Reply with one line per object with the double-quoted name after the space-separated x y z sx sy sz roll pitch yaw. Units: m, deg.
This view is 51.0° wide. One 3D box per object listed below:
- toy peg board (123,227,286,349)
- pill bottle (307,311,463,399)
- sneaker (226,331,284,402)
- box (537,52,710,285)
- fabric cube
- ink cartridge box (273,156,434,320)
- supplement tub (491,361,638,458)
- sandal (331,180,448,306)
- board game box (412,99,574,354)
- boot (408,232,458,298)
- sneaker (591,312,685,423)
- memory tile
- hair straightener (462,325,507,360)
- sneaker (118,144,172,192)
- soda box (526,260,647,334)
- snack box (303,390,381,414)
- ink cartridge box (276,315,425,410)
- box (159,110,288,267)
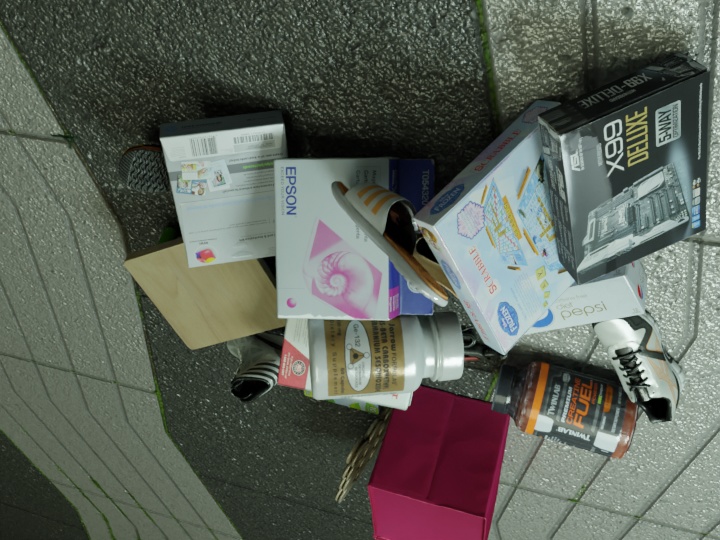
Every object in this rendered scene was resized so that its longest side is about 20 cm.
-0.223 0.003 1.181 0.196 0.099 0.201 -15 129 18 "toy peg board"
0.031 0.106 0.995 0.197 0.115 0.115 -4 139 -6 "pill bottle"
-0.193 0.153 1.261 0.199 0.115 0.076 4 127 50 "sneaker"
0.273 -0.098 0.775 0.156 0.050 0.202 -23 130 -3 "box"
0.133 0.344 1.269 0.197 0.201 0.198 12 140 14 "fabric cube"
-0.007 -0.039 0.930 0.197 0.043 0.200 0 98 6 "ink cartridge box"
0.294 0.197 1.101 0.197 0.108 0.108 14 139 12 "supplement tub"
0.045 -0.043 0.831 0.207 0.059 0.079 49 -171 34 "sandal"
0.177 -0.045 0.837 0.041 0.199 0.201 28 156 54 "board game box"
0.141 0.007 0.898 0.198 0.075 0.075 23 178 -11 "boot"
0.373 0.124 1.006 0.073 0.081 0.200 -23 120 43 "sneaker"
0.009 0.323 1.348 0.017 0.153 0.201 32 142 14 "memory tile"
0.125 0.114 1.146 0.197 0.041 0.078 1 135 26 "hair straightener"
-0.230 -0.137 1.044 0.197 0.090 0.071 11 110 -19 "sneaker"
0.259 0.028 0.970 0.198 0.064 0.068 -16 125 37 "soda box"
-0.030 0.148 1.252 0.140 0.053 0.202 11 138 14 "snack box"
-0.011 0.106 1.106 0.197 0.083 0.148 11 108 0 "ink cartridge box"
-0.167 -0.103 0.990 0.153 0.041 0.202 -8 128 -6 "box"
